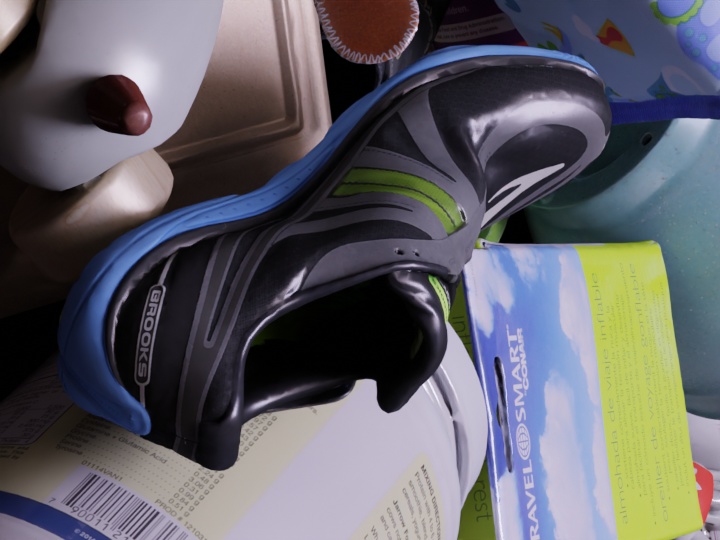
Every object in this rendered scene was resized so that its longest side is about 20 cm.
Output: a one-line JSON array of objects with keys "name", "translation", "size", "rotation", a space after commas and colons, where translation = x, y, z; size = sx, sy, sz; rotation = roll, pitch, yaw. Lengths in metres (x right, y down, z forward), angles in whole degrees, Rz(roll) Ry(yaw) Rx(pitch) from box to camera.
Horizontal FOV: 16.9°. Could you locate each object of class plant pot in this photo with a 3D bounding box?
[{"name": "plant pot", "translation": [0.146, -0.052, 1.059], "size": [0.134, 0.200, 0.200], "rotation": [30, 63, -33]}]

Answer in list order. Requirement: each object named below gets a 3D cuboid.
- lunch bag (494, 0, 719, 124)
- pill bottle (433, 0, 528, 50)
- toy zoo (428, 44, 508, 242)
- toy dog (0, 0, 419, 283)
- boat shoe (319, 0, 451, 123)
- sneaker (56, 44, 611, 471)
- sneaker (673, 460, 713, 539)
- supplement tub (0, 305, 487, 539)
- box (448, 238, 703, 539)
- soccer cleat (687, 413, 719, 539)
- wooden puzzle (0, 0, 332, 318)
[{"name": "lunch bag", "translation": [0.114, -0.175, 0.844], "size": [0.200, 0.127, 0.170], "rotation": [-48, 113, -18]}, {"name": "pill bottle", "translation": [0.057, -0.169, 0.949], "size": [0.112, 0.112, 0.200], "rotation": [-41, 113, -51]}, {"name": "toy zoo", "translation": [0.000, 0.000, 0.962], "size": [0.131, 0.020, 0.200], "rotation": [62, 41, -38]}, {"name": "toy dog", "translation": [-0.047, -0.091, 0.697], "size": [0.132, 0.096, 0.200], "rotation": [29, 79, -33]}, {"name": "boat shoe", "translation": [-0.001, -0.084, 0.858], "size": [0.072, 0.068, 0.200], "rotation": [30, 79, -20]}, {"name": "sneaker", "translation": [0.005, -0.001, 0.709], "size": [0.200, 0.083, 0.071], "rotation": [-33, 146, -34]}, {"name": "sneaker", "translation": [0.105, 0.074, 1.053], "size": [0.070, 0.093, 0.200], "rotation": [-65, 148, -33]}, {"name": "supplement tub", "translation": [-0.057, 0.088, 0.751], "size": [0.200, 0.145, 0.145], "rotation": [-47, 129, -48]}, {"name": "box", "translation": [0.068, 0.051, 0.909], "size": [0.200, 0.048, 0.122], "rotation": [-1, 83, -63]}, {"name": "soccer cleat", "translation": [0.191, 0.115, 1.230], "size": [0.200, 0.070, 0.086], "rotation": [34, 62, -54]}, {"name": "wooden puzzle", "translation": [-0.098, -0.094, 0.743], "size": [0.185, 0.037, 0.200], "rotation": [-18, 105, -32]}]
